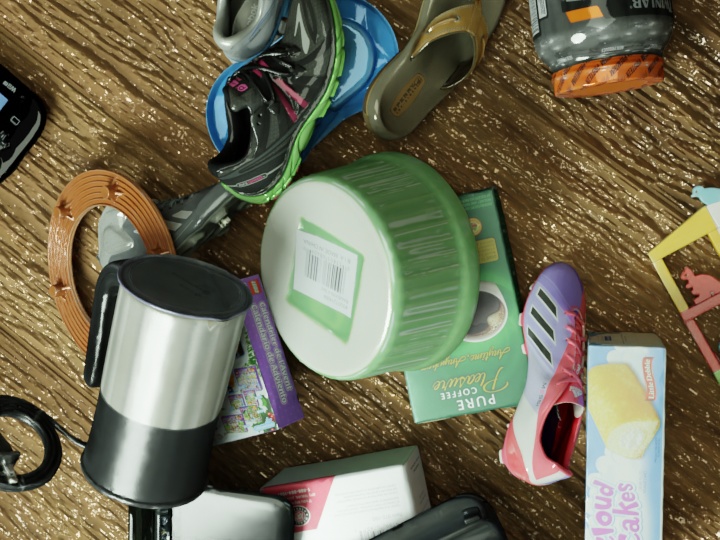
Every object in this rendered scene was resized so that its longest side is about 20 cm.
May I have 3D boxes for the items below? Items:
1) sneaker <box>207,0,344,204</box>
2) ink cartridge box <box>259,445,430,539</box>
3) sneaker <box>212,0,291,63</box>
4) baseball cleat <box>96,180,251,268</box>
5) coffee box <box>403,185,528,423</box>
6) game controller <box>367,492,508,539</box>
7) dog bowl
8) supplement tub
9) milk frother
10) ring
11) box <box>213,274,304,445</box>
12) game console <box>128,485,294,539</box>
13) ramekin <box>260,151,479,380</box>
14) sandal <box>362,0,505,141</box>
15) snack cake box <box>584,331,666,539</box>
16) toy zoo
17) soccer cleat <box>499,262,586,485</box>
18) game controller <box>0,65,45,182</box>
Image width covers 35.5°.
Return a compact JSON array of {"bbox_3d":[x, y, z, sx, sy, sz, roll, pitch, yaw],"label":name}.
[{"bbox_3d":[-0.075,-0.158,0.984,0.077,0.083,0.202,27,97,55],"label":"sneaker"},{"bbox_3d":[0.001,0.283,1.063,0.143,0.083,0.203,-11,92,12],"label":"ink cartridge box"},{"bbox_3d":[-0.090,-0.292,1.055,0.074,0.087,0.202,17,95,13],"label":"sneaker"},{"bbox_3d":[-0.188,-0.052,1.082,0.200,0.070,0.107,-40,83,23],"label":"baseball cleat"},{"bbox_3d":[0.090,0.034,1.052,0.122,0.044,0.202,-13,89,13],"label":"coffee box"},{"bbox_3d":[0.041,0.279,0.987,0.199,0.042,0.105,-29,79,10],"label":"game controller"},{"bbox_3d":[-0.053,-0.175,1.061,0.199,0.050,0.112,-37,98,11],"label":"dog bowl"},{"bbox_3d":[0.204,-0.258,0.972,0.121,0.122,0.203,-7,92,13],"label":"supplement tub"},{"bbox_3d":[-0.215,0.091,0.952,0.179,0.199,0.190,26,113,25],"label":"milk frother"},{"bbox_3d":[-0.247,0.003,1.089,0.199,0.019,0.203,11,107,39],"label":"ring"},{"bbox_3d":[-0.150,0.097,1.067,0.199,0.039,0.138,-19,88,42],"label":"box"},{"bbox_3d":[-0.150,0.279,1.080,0.115,0.176,0.203,-3,107,-24],"label":"game console"},{"bbox_3d":[0.000,0.000,0.995,0.199,0.097,0.203,13,108,44],"label":"ramekin"},{"bbox_3d":[0.077,-0.201,1.014,0.080,0.054,0.201,36,86,-31],"label":"sandal"},{"bbox_3d":[0.231,0.159,0.991,0.066,0.115,0.203,1,92,10],"label":"snack cake box"},{"bbox_3d":[0.347,0.014,1.005,0.130,0.020,0.202,-29,86,12],"label":"toy zoo"},{"bbox_3d":[0.174,0.089,0.985,0.066,0.076,0.202,23,73,-27],"label":"soccer cleat"},{"bbox_3d":[-0.413,-0.181,1.147,0.199,0.042,0.105,39,100,7],"label":"game controller"}]
